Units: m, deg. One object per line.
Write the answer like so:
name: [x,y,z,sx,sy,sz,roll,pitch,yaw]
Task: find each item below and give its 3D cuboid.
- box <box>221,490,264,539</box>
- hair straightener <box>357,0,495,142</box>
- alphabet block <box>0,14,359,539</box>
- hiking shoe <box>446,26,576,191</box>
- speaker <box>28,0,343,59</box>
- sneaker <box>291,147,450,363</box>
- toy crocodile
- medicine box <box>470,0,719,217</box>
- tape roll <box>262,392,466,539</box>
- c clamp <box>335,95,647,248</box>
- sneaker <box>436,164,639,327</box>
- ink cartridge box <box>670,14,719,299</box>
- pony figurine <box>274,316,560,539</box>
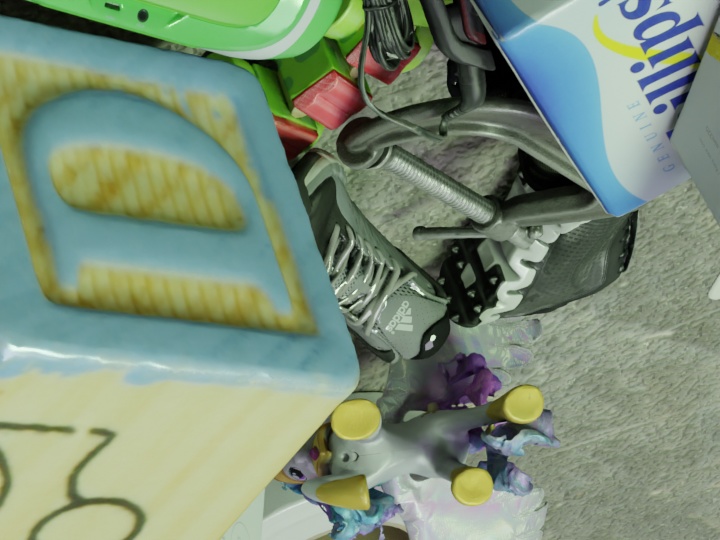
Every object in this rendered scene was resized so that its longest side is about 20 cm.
box: [-0.125,0.109,1.281,0.106,0.201,0.152,-5,149,16]
hair straightener: [0.012,-0.147,1.066,0.077,0.041,0.201,-15,117,-8]
alphabet block: [-0.147,0.025,1.084,0.195,0.197,0.200,10,136,-35]
hiking shoe: [0.085,-0.103,1.204,0.100,0.076,0.200,-18,148,-15]
speaker: [-0.103,-0.151,1.042,0.199,0.089,0.088,12,135,-39]
sneaker: [0.000,0.000,1.215,0.075,0.115,0.200,-50,178,5]
toy crocodile: [-0.023,-0.096,1.183,0.200,0.062,0.067,-37,143,26]
medicine box: [0.152,-0.142,1.025,0.199,0.103,0.182,-30,149,8]
tape roll: [-0.022,0.165,1.550,0.201,0.071,0.203,-13,147,-9]
c clamp: [0.058,-0.046,1.214,0.170,0.027,0.200,-3,161,29]
sneaker: [0.128,-0.035,1.348,0.090,0.067,0.200,2,145,-34]
ink cartridge box: [0.206,-0.080,0.992,0.116,0.068,0.200,-12,145,-21]
pony figurine: [0.037,0.100,1.378,0.192,0.167,0.200,-4,177,-18]
